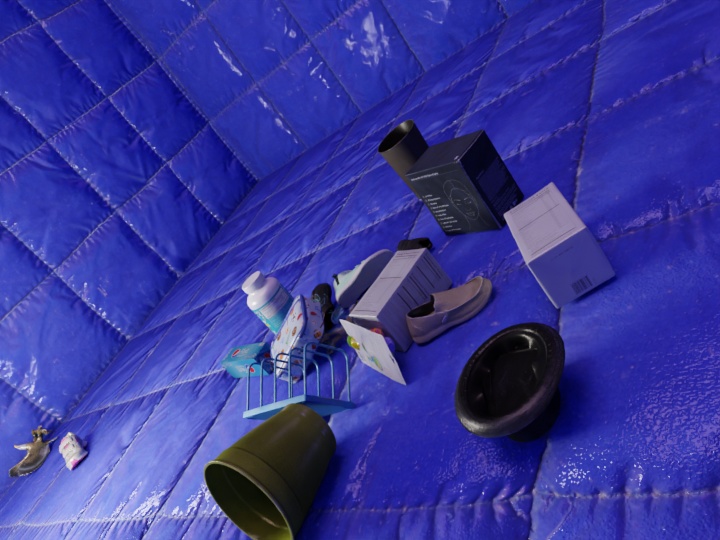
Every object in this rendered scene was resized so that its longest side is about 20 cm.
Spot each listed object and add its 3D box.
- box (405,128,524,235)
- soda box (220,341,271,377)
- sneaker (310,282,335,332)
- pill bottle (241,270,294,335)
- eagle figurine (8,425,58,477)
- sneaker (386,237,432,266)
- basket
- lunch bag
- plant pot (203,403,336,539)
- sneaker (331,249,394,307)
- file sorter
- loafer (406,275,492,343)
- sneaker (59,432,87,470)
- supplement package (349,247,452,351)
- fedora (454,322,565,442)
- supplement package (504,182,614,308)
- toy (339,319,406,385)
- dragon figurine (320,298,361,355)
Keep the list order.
[{"bbox_3d":[0.247,-0.204,1.400,0.124,0.197,0.199,-50,24,-24],"label":"box"},{"bbox_3d":[-0.314,0.255,1.653,0.198,0.068,0.065,-15,32,49],"label":"soda box"},{"bbox_3d":[-0.095,0.110,1.576,0.078,0.076,0.202,-18,39,25],"label":"sneaker"},{"bbox_3d":[-0.246,0.098,1.655,0.110,0.201,0.111,-33,22,16],"label":"pill bottle"},{"bbox_3d":[-1.380,0.766,2.449,0.152,0.148,0.204,95,175,-64],"label":"eagle figurine"},{"bbox_3d":[0.125,-0.020,1.435,0.090,0.076,0.202,-17,34,32],"label":"sneaker"},{"bbox_3d":[0.163,-0.330,1.772,0.135,0.201,0.181,-31,23,24],"label":"basket"},{"bbox_3d":[-0.163,0.170,1.455,0.202,0.075,0.161,-58,28,24],"label":"lunch bag"},{"bbox_3d":[-0.145,0.351,1.053,0.199,0.202,0.193,-18,19,44],"label":"plant pot"},{"bbox_3d":[-0.001,0.000,1.590,0.200,0.074,0.118,-42,28,5],"label":"sneaker"},{"bbox_3d":[-0.131,0.240,1.224,0.198,0.138,0.125,-24,58,37],"label":"file sorter"},{"bbox_3d":[0.175,0.072,1.176,0.199,0.068,0.076,-37,22,12],"label":"loafer"},{"bbox_3d":[-1.052,0.653,2.117,0.081,0.089,0.199,-47,22,-16],"label":"sneaker"},{"bbox_3d":[0.090,0.062,1.280,0.201,0.110,0.113,-51,24,-23],"label":"supplement package"},{"bbox_3d":[0.232,0.175,0.853,0.199,0.092,0.202,-35,22,16],"label":"fedora"},{"bbox_3d":[0.347,-0.051,1.039,0.113,0.110,0.201,-33,23,19],"label":"supplement package"},{"bbox_3d":[0.034,0.155,1.206,0.047,0.117,0.199,-34,18,-23],"label":"toy"},{"bbox_3d":[-0.034,0.119,1.451,0.099,0.059,0.201,-17,34,45],"label":"dragon figurine"}]
